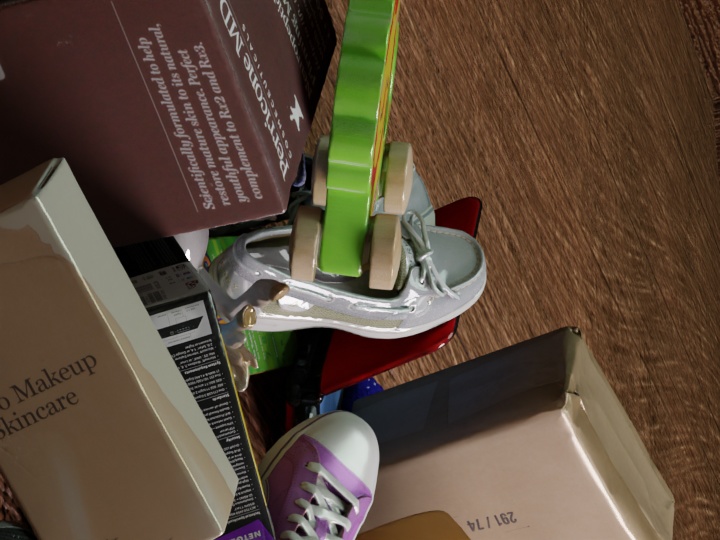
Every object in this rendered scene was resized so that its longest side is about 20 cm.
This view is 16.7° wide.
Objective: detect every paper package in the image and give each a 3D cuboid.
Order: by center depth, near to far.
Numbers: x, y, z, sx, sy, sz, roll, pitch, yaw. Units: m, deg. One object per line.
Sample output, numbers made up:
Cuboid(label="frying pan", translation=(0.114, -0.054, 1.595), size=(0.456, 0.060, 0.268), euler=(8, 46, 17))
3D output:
Cuboid(label="paper package", translation=(0.106, 0.163, 1.785), size=(0.191, 0.199, 0.104), euler=(58, 26, -25))

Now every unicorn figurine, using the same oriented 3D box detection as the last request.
Cuboid(label="unicorn figurine", translation=(-0.106, -0.034, 1.522), size=(0.074, 0.137, 0.201), euler=(16, 84, -50))

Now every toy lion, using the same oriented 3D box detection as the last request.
Cuboid(label="toy lion", translation=(0.002, -0.100, 1.504), size=(0.200, 0.068, 0.193), euler=(-78, 175, -67))

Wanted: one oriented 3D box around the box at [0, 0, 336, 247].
Cuboid(label="box", translation=(-0.125, -0.136, 1.410), size=(0.200, 0.163, 0.167), euler=(-77, 151, -55))

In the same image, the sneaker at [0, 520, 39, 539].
Cuboid(label="sneaker", translation=(-0.181, 0.177, 1.176), size=(0.200, 0.077, 0.079), euler=(-65, 138, -66))

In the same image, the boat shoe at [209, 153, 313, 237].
Cuboid(label="boat shoe", translation=(-0.077, -0.062, 1.710), size=(0.200, 0.057, 0.067), euler=(-16, 94, -74))

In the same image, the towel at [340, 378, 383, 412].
Cuboid(label="towel", translation=(0.021, 0.196, 1.883), size=(0.148, 0.049, 0.201), euler=(63, 23, -45))

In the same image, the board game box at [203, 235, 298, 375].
Cuboid(label="board game box", translation=(-0.089, 0.025, 1.668), size=(0.200, 0.030, 0.096), euler=(-5, 84, -76))

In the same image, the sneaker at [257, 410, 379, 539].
Cuboid(label="sneaker", translation=(-0.029, 0.161, 1.379), size=(0.073, 0.114, 0.201), euler=(39, 63, -17))

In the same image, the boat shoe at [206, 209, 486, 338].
Cuboid(label="boat shoe", translation=(-0.001, -0.001, 1.609), size=(0.065, 0.201, 0.075), euler=(130, -46, -53))

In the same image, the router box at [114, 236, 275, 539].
Cuboid(label="router box", translation=(-0.106, 0.063, 1.401), size=(0.200, 0.051, 0.150), euler=(-133, -151, -71))

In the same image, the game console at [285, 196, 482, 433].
Cuboid(label="game console", translation=(0.018, 0.061, 1.766), size=(0.200, 0.118, 0.173), euler=(-73, 167, -57))

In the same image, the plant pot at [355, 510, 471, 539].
Cuboid(label="plant pot", translation=(0.025, 0.252, 1.645), size=(0.141, 0.199, 0.200), euler=(66, 14, 14))

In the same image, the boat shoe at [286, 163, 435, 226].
Cuboid(label="boat shoe", translation=(-0.021, -0.032, 1.705), size=(0.200, 0.070, 0.072), euler=(-28, 106, -50))

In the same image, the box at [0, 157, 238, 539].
Cuboid(label="box", translation=(-0.150, 0.055, 1.254), size=(0.201, 0.095, 0.078), euler=(61, 11, -14))

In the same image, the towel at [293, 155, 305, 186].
Cuboid(label="towel", translation=(-0.055, -0.127, 1.618), size=(0.200, 0.024, 0.146), euler=(-123, -155, -88))
